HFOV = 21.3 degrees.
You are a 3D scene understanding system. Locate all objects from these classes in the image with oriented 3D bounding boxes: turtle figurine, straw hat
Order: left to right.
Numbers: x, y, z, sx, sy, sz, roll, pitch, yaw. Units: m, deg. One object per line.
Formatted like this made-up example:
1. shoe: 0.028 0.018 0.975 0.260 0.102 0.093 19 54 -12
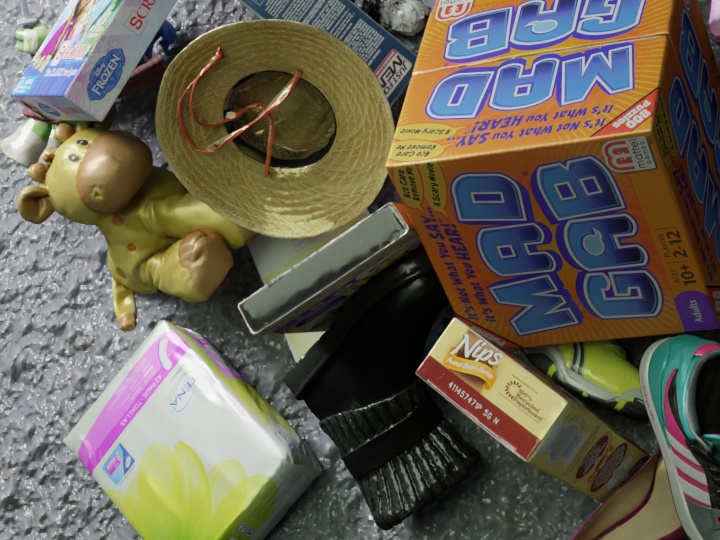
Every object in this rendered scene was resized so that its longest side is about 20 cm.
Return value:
1. turtle figurine: -0.292 -0.202 1.794 0.195 0.199 0.144 -60 24 4
2. straw hat: -0.063 -0.132 1.590 0.199 0.085 0.203 4 114 8

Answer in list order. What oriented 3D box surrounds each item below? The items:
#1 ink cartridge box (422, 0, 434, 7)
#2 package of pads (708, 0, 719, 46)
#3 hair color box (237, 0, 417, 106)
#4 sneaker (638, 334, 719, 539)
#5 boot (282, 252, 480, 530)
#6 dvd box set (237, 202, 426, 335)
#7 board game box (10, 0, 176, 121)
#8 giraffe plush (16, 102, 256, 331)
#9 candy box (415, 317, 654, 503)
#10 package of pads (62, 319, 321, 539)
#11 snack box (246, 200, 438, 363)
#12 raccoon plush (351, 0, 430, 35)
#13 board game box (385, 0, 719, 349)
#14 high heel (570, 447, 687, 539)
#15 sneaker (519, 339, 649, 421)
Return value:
1. ink cartridge box: 0.121 -0.257 1.565 0.076 0.137 0.200 -40 45 -16
2. package of pads: 0.328 -0.251 1.489 0.075 0.120 0.202 3 76 28
3. hair color box: -0.047 -0.221 1.625 0.061 0.199 0.100 -51 17 4
4. sneaker: 0.272 0.137 1.369 0.083 0.121 0.202 -23 87 -12
5. boot: 0.044 0.093 1.512 0.158 0.079 0.211 54 132 14
6. dvd box set: 0.000 0.000 1.495 0.146 0.200 0.030 -34 80 14
7. board game box: -0.210 -0.221 1.632 0.201 0.041 0.200 -60 22 -9
8. giraffe plush: -0.197 -0.066 1.658 0.199 0.162 0.173 -27 30 36
9. candy box: 0.134 0.110 1.431 0.115 0.200 0.055 38 92 31
10. package of pads: -0.143 0.156 1.642 0.155 0.068 0.200 -50 60 7
11. snack box: -0.021 0.009 1.640 0.116 0.037 0.201 -32 62 16
12. raccoon plush: -0.028 -0.298 1.684 0.199 0.134 0.097 28 87 32
13. board game box: 0.161 -0.086 1.437 0.198 0.201 0.201 -7 44 24
14. high heel: 0.217 0.174 1.428 0.067 0.096 0.201 35 92 31
15. sneaker: 0.164 0.046 1.510 0.200 0.075 0.077 38 94 30
